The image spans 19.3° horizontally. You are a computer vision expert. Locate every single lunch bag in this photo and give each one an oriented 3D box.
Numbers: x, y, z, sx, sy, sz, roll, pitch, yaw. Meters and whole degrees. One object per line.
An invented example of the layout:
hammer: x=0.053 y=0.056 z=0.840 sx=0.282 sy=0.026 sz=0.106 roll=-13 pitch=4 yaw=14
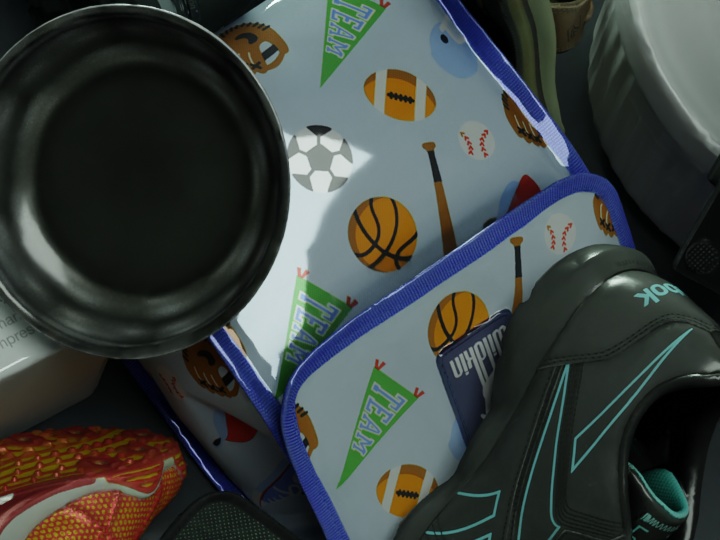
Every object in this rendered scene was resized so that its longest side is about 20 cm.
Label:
lunch bag: x=0.000 y=0.000 z=0.786 sx=0.170 sy=0.124 sz=0.200 roll=-34 pitch=89 yaw=-23

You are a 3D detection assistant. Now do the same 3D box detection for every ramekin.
ramekin: x=0.190 y=-0.083 z=0.901 sx=0.202 sy=0.094 sz=0.203 roll=7 pitch=64 yaw=-14

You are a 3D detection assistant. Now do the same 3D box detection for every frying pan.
frying pan: x=-0.112 y=-0.023 z=0.703 sx=0.189 sy=0.031 sz=0.115 roll=-9 pitch=93 yaw=16

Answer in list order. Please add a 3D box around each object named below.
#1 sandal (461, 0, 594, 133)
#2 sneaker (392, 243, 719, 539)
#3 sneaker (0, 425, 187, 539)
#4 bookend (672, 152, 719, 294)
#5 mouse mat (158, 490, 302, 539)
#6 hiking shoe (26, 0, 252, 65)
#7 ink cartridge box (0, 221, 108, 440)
sandal: x=0.063 y=-0.109 z=0.813 sx=0.057 sy=0.201 sz=0.080 roll=-35 pitch=68 yaw=-10
sneaker: x=0.064 y=0.092 z=0.733 sx=0.075 sy=0.200 sz=0.079 roll=9 pitch=19 yaw=-47
sneaker: x=-0.122 y=0.109 z=0.711 sx=0.073 sy=0.077 sz=0.200 roll=7 pitch=24 yaw=26
bookend: x=0.195 y=-0.092 z=0.786 sx=0.092 sy=0.199 sz=0.200 roll=27 pitch=17 yaw=-4
mouse mat: x=-0.029 y=0.180 z=0.693 sx=0.200 sy=0.008 sz=0.161 roll=33 pitch=74 yaw=25
hiking shoe: x=-0.084 y=-0.127 z=0.797 sx=0.087 sy=0.075 sz=0.200 roll=-28 pitch=33 yaw=-15
ink cartridge box: x=-0.198 y=-0.021 z=0.752 sx=0.144 sy=0.084 sz=0.200 roll=-28 pitch=76 yaw=-26
